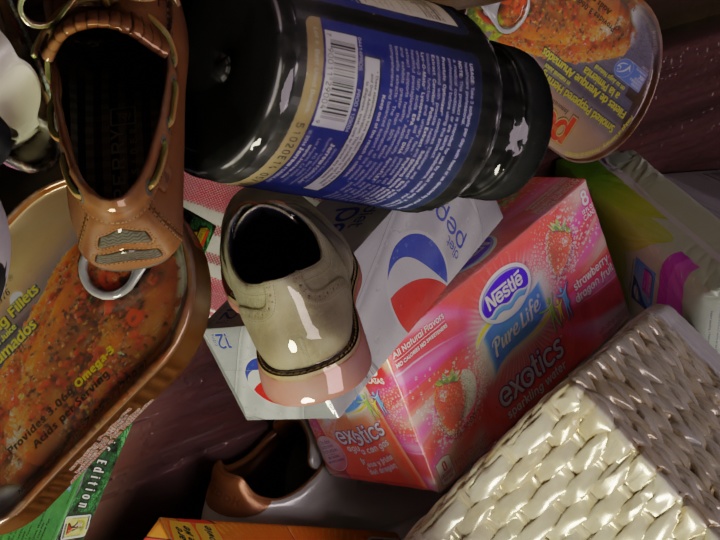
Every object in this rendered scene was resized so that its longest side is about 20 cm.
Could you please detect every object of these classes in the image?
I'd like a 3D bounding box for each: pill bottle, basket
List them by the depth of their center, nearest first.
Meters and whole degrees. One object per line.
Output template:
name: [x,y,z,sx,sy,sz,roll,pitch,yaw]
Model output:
pill bottle: [0.002,-0.090,1.069,0.199,0.112,0.112,8,105,-41]
basket: [0.153,0.162,1.185,0.200,0.198,0.161,-47,170,27]

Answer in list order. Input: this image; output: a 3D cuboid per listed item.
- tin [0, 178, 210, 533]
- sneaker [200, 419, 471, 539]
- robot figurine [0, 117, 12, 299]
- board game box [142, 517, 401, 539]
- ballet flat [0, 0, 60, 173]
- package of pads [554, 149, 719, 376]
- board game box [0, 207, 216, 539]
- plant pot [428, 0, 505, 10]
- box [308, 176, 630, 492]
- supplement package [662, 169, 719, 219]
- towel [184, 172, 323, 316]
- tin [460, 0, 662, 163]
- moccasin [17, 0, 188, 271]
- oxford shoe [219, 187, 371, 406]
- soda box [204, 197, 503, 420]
tin: [-0.159,0.042,1.008,0.200,0.112,0.042,-45,165,4]
sneaker: [-0.008,0.122,1.273,0.199,0.073,0.085,-17,125,-36]
robot figurine: [-0.245,-0.027,0.922,0.200,0.150,0.125,42,53,-45]
board game box: [-0.052,0.285,1.181,0.199,0.200,0.200,11,124,-46]
ballet flat: [-0.188,-0.123,0.970,0.069,0.071,0.200,-40,133,-15]
package of pads: [0.190,0.032,1.324,0.068,0.200,0.155,-11,121,-19]
board game box: [-0.150,0.048,1.074,0.023,0.105,0.201,17,100,-51]
plant pot: [0.010,-0.166,1.036,0.199,0.199,0.028,9,78,-46]
box: [0.059,0.032,1.240,0.200,0.094,0.103,-37,117,-37]
supplement package: [0.263,0.041,1.466,0.113,0.109,0.201,-5,114,-43]
towel: [-0.068,-0.069,1.151,0.146,0.030,0.201,20,94,-48]
tin: [0.115,-0.140,1.283,0.200,0.042,0.112,30,85,-48]
moccasin: [-0.120,-0.100,0.976,0.073,0.202,0.078,-2,148,2]
oxford shoe: [-0.037,-0.010,1.034,0.070,0.200,0.074,-20,117,-5]
soda box: [0.000,0.000,1.148,0.200,0.068,0.064,-49,123,-44]
